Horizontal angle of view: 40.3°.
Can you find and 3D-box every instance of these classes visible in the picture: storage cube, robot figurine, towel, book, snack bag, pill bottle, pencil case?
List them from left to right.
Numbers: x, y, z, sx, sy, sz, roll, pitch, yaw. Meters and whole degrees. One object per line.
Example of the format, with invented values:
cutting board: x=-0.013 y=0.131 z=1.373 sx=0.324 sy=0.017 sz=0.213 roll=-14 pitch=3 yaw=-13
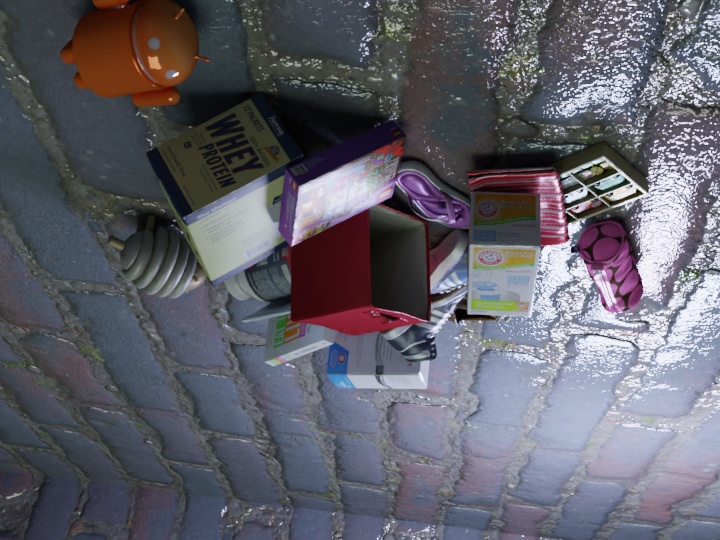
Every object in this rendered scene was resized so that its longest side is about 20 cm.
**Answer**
robot figurine: x=-0.299 y=-0.295 z=1.296 sx=0.197 sy=0.147 sz=0.116 roll=-5 pitch=179 yaw=23
pill bottle: x=-0.151 y=-0.008 z=1.776 sx=0.198 sy=0.121 sz=0.119 roll=-15 pitch=145 yaw=35
snack bag: x=-0.106 y=0.043 z=1.813 sx=0.187 sy=0.199 sz=0.022 roll=-12 pitch=103 yaw=44
book: x=-0.114 y=0.106 z=1.961 sx=0.048 sy=0.136 sz=0.199 roll=27 pitch=146 yaw=-32
storage cube: x=0.000 y=0.000 z=1.655 sx=0.178 sy=0.204 sz=0.170 roll=-14 pitch=161 yaw=38
towel: x=0.252 y=-0.096 z=1.552 sx=0.142 sy=0.023 sz=0.201 roll=-1 pitch=149 yaw=17
pencil case: x=0.426 y=0.002 z=1.666 sx=0.089 sy=0.095 sz=0.200 roll=-7 pitch=149 yaw=26

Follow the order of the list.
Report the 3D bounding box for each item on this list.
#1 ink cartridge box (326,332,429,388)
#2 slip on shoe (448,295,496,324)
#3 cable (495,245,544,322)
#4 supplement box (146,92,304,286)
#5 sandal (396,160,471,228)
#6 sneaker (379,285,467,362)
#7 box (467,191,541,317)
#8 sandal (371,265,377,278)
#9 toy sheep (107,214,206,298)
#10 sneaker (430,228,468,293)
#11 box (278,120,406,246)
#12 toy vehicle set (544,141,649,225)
ink cartridge box: x=0.041 y=0.160 z=2.005 sx=0.196 sy=0.147 sz=0.084 roll=-2 pitch=151 yaw=18
slip on shoe: x=0.180 y=0.072 z=1.894 sx=0.197 sy=0.061 sz=0.076 roll=-3 pitch=150 yaw=19
cable: x=0.297 y=0.004 z=1.707 sx=0.050 sy=0.097 sz=0.201 roll=40 pitch=126 yaw=13
supplement box: x=-0.185 y=-0.118 z=1.476 sx=0.198 sy=0.135 sz=0.201 roll=-29 pitch=152 yaw=-11
sandal: x=0.117 y=-0.108 z=1.595 sx=0.082 sy=0.051 sz=0.202 roll=-17 pitch=143 yaw=39
sneaker: x=0.143 y=0.095 z=1.852 sx=0.198 sy=0.070 sz=0.109 roll=-33 pitch=115 yaw=11
box: x=0.225 y=-0.023 z=1.550 sx=0.110 sy=0.103 sz=0.201 roll=3 pitch=146 yaw=6
sandal: x=0.070 y=0.020 z=1.849 sx=0.069 sy=0.078 sz=0.212 roll=-28 pitch=154 yaw=1
toy sheep: x=-0.373 y=-0.021 z=1.801 sx=0.198 sy=0.140 sz=0.137 roll=23 pitch=149 yaw=-25
sneaker: x=0.191 y=0.010 z=1.756 sx=0.145 sy=0.082 sz=0.200 roll=22 pitch=143 yaw=-16
box: x=-0.028 y=-0.129 z=1.457 sx=0.198 sy=0.039 sz=0.138 roll=-28 pitch=153 yaw=-27
toy vehicle set: x=0.332 y=-0.125 z=1.529 sx=0.123 sy=0.027 sz=0.199 roll=29 pitch=145 yaw=-33
